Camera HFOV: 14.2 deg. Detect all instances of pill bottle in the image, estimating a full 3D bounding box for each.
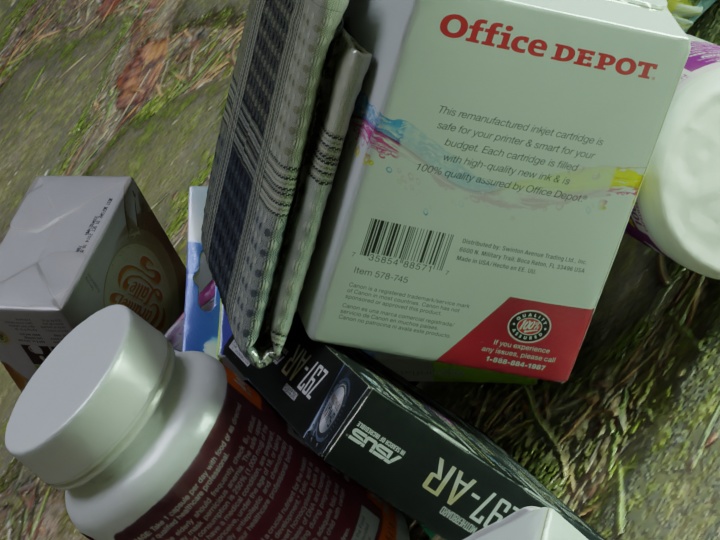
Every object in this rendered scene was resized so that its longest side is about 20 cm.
[{"bbox_3d":[-0.080,0.115,1.503,0.114,0.200,0.114,-40,24,22],"label":"pill bottle"},{"bbox_3d":[0.166,-0.069,1.530,0.112,0.112,0.200,-50,21,-1],"label":"pill bottle"}]

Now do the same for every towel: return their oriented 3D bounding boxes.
[{"bbox_3d":[-0.040,-0.073,1.474,0.193,0.034,0.200,-118,39,-69],"label":"towel"}]

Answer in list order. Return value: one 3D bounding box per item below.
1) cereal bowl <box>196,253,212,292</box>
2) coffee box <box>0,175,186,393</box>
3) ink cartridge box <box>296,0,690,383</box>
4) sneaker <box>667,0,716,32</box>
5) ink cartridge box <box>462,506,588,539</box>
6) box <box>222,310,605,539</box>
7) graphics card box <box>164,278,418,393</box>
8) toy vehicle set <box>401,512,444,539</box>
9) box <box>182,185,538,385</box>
[{"bbox_3d":[-0.008,-0.011,1.787,0.200,0.083,0.200,-31,33,22],"label":"cereal bowl"},{"bbox_3d":[-0.154,0.049,1.814,0.080,0.200,0.114,1,47,30],"label":"coffee box"},{"bbox_3d":[0.055,-0.072,1.454,0.145,0.145,0.200,-110,35,-59],"label":"ink cartridge box"},{"bbox_3d":[0.180,-0.154,1.696,0.200,0.079,0.131,-39,20,48],"label":"sneaker"},{"bbox_3d":[0.044,0.225,1.313,0.146,0.083,0.200,-31,28,39],"label":"ink cartridge box"},{"bbox_3d":[0.025,0.089,1.469,0.044,0.160,0.200,-55,22,2],"label":"box"},{"bbox_3d":[-0.021,0.030,1.642,0.200,0.125,0.051,-49,-15,-13],"label":"graphics card box"},{"bbox_3d":[-0.011,0.161,1.603,0.124,0.027,0.200,-48,22,1],"label":"toy vehicle set"},{"bbox_3d":[0.000,0.000,1.601,0.048,0.199,0.122,85,-174,-69],"label":"box"}]
